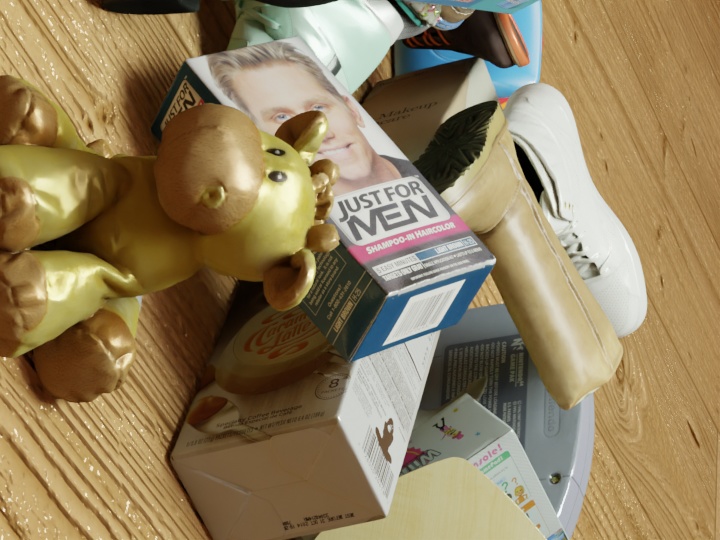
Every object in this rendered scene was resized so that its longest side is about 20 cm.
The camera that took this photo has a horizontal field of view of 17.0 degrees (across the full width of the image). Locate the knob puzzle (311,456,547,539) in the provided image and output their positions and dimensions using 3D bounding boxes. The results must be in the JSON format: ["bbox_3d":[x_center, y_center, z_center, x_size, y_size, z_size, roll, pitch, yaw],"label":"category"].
[{"bbox_3d":[0.041,0.213,1.461,0.030,0.218,0.221,145,-64,-74],"label":"knob puzzle"}]

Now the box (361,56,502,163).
[{"bbox_3d":[0.037,-0.073,1.711,0.200,0.094,0.078,-62,134,-60],"label":"box"}]

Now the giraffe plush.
[{"bbox_3d":[-0.098,-0.027,1.269,0.200,0.161,0.174,16,63,-64],"label":"giraffe plush"}]

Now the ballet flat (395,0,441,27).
[{"bbox_3d":[0.000,-0.233,1.541,0.200,0.064,0.076,39,14,-34],"label":"ballet flat"}]

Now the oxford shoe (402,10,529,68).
[{"bbox_3d":[0.065,-0.178,1.753,0.071,0.072,0.200,62,-6,-25],"label":"oxford shoe"}]

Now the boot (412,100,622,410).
[{"bbox_3d":[0.103,0.003,1.596,0.201,0.066,0.175,63,31,-15],"label":"boot"}]

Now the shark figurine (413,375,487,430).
[{"bbox_3d":[0.038,0.144,1.610,0.214,0.089,0.129,-20,99,-66],"label":"shark figurine"}]

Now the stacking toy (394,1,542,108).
[{"bbox_3d":[0.102,-0.144,1.916,0.200,0.115,0.110,60,29,-61],"label":"stacking toy"}]

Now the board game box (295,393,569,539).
[{"bbox_3d":[0.063,0.203,1.550,0.064,0.147,0.201,39,-21,56],"label":"board game box"}]

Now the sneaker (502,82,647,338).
[{"bbox_3d":[0.140,-0.025,1.734,0.201,0.073,0.116,64,26,-12],"label":"sneaker"}]

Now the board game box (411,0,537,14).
[{"bbox_3d":[0.042,-0.269,1.521,0.150,0.047,0.201,0,74,-47],"label":"board game box"}]

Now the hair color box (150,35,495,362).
[{"bbox_3d":[-0.023,-0.046,1.425,0.100,0.061,0.200,-17,58,-45],"label":"hair color box"}]

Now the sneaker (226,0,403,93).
[{"bbox_3d":[-0.074,-0.169,1.521,0.200,0.074,0.119,39,74,-21],"label":"sneaker"}]

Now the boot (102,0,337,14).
[{"bbox_3d":[-0.076,-0.245,1.420,0.069,0.198,0.175,109,-22,-84],"label":"boot"}]

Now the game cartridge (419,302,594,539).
[{"bbox_3d":[0.099,0.112,1.708,0.042,0.132,0.201,63,26,-49],"label":"game cartridge"}]

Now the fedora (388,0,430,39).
[{"bbox_3d":[-0.016,-0.240,1.669,0.200,0.090,0.178,-36,110,-53],"label":"fedora"}]

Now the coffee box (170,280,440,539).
[{"bbox_3d":[-0.028,0.066,1.456,0.200,0.114,0.080,-72,142,-53],"label":"coffee box"}]

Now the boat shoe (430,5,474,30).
[{"bbox_3d":[0.044,-0.261,1.615,0.072,0.072,0.201,-34,107,-52],"label":"boat shoe"}]
